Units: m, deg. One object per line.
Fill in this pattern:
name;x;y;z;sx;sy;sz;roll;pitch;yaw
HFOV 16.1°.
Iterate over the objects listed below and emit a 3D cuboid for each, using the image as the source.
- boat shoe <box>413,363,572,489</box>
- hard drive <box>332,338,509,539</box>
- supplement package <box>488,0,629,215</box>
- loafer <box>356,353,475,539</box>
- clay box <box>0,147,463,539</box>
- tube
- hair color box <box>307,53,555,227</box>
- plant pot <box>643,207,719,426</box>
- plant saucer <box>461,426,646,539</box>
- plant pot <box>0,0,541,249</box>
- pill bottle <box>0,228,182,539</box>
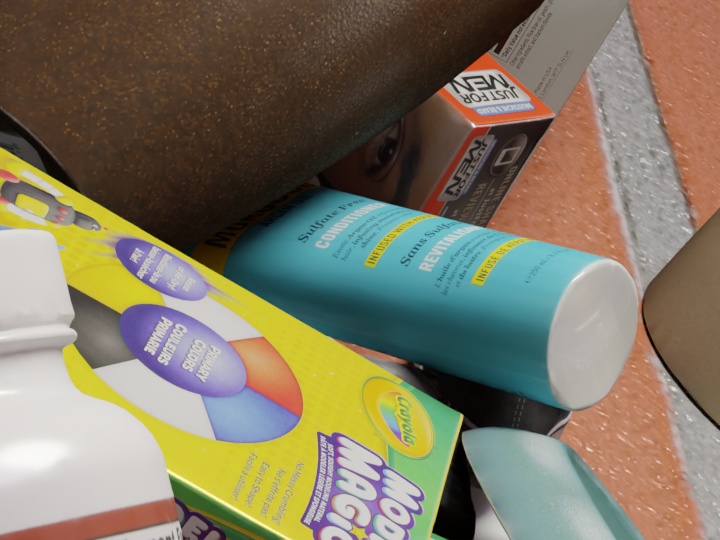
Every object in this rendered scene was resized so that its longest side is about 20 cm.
boat shoe;0.056;0.028;0.961;0.070;0.066;0.200;35;11;6
hard drive;-0.022;0.063;0.904;0.200;0.026;0.132;37;27;10
supplement package;0.026;-0.163;1.208;0.200;0.147;0.191;31;28;-1
loafer;-0.060;0.047;0.819;0.200;0.073;0.072;18;42;-14
clay box;-0.050;0.044;0.698;0.200;0.048;0.115;29;25;-4
tube;0.000;0.000;0.878;0.200;0.050;0.077;15;31;37
hair color box;-0.028;-0.080;1.052;0.200;0.111;0.064;43;29;24
plant pot;0.257;-0.017;1.145;0.187;0.200;0.187;24;27;-13
plant saucer;0.100;0.127;0.810;0.200;0.027;0.200;54;6;-8
plant pot;-0.061;-0.092;0.861;0.187;0.187;0.200;35;59;9
pill bottle;-0.089;0.097;0.575;0.112;0.112;0.200;-8;83;-52
